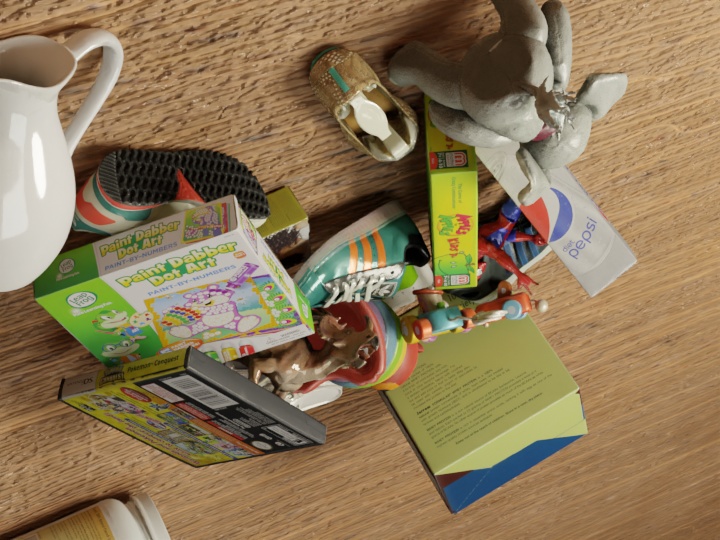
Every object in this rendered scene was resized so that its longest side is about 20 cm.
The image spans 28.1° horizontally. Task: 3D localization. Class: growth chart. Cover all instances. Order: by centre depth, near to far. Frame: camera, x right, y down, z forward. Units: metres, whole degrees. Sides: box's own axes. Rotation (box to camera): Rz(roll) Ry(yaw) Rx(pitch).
[{"bbox_3d":[0.000,0.041,1.649,0.200,0.018,0.145,-38,147,6],"label":"growth chart"}]

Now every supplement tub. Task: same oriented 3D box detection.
[{"bbox_3d":[-0.318,0.353,1.668,0.199,0.145,0.145,-21,147,-17],"label":"supplement tub"}]

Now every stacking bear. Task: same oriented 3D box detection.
[{"bbox_3d":[0.004,0.084,1.595,0.121,0.115,0.200,-9,167,21],"label":"stacking bear"}]

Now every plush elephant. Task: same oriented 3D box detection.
[{"bbox_3d":[0.157,-0.159,1.344,0.165,0.200,0.155,-43,143,3],"label":"plush elephant"}]

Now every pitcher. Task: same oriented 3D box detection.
[{"bbox_3d":[-0.266,-0.094,1.149,0.171,0.121,0.201,-23,139,-44],"label":"pitcher"}]

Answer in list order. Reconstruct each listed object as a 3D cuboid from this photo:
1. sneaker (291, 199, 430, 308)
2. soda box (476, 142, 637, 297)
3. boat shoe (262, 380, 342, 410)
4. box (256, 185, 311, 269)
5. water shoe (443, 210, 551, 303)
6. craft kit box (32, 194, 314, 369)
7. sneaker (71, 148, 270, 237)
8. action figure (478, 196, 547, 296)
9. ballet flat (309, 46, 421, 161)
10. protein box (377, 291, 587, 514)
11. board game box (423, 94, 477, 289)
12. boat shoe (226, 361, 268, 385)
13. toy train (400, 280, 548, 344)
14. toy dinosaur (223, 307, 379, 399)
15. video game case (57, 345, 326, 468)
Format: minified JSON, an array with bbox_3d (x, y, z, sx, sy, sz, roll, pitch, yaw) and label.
[{"bbox_3d":[0.000,0.000,1.468,0.200,0.080,0.071,-36,171,-40],"label":"sneaker"},{"bbox_3d":[0.203,-0.072,1.499,0.063,0.200,0.068,-38,-178,12],"label":"soda box"},{"bbox_3d":[-0.104,0.162,1.656,0.199,0.070,0.071,-10,148,-25],"label":"boat shoe"},{"bbox_3d":[-0.147,-0.009,1.416,0.199,0.050,0.075,-24,148,-13],"label":"box"},{"bbox_3d":[0.167,-0.036,1.640,0.079,0.072,0.200,6,131,-41],"label":"water shoe"},{"bbox_3d":[-0.168,0.027,1.329,0.199,0.049,0.198,-19,143,11],"label":"craft kit box"},{"bbox_3d":[-0.177,-0.060,1.320,0.199,0.071,0.093,2,152,-46],"label":"sneaker"},{"bbox_3d":[0.190,-0.057,1.570,0.200,0.099,0.065,-53,176,15],"label":"action figure"},{"bbox_3d":[0.014,-0.140,1.366,0.070,0.065,0.200,-40,148,11],"label":"ballet flat"},{"bbox_3d":[0.135,0.142,1.730,0.198,0.201,0.135,-30,149,-4],"label":"protein box"},{"bbox_3d":[0.093,-0.078,1.477,0.047,0.102,0.201,-4,146,2],"label":"board game box"},{"bbox_3d":[-0.167,0.093,1.516,0.199,0.075,0.074,-9,142,-35],"label":"boat shoe"},{"bbox_3d":[0.120,0.038,1.589,0.149,0.056,0.200,-16,174,16],"label":"toy train"},{"bbox_3d":[-0.085,0.071,1.458,0.136,0.199,0.086,-56,168,-12],"label":"toy dinosaur"},{"bbox_3d":[-0.163,0.138,1.407,0.180,0.026,0.200,-15,145,36],"label":"video game case"}]
